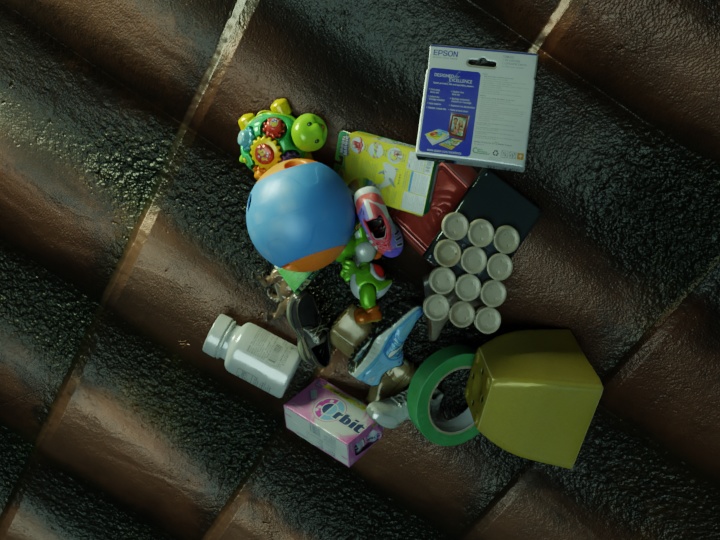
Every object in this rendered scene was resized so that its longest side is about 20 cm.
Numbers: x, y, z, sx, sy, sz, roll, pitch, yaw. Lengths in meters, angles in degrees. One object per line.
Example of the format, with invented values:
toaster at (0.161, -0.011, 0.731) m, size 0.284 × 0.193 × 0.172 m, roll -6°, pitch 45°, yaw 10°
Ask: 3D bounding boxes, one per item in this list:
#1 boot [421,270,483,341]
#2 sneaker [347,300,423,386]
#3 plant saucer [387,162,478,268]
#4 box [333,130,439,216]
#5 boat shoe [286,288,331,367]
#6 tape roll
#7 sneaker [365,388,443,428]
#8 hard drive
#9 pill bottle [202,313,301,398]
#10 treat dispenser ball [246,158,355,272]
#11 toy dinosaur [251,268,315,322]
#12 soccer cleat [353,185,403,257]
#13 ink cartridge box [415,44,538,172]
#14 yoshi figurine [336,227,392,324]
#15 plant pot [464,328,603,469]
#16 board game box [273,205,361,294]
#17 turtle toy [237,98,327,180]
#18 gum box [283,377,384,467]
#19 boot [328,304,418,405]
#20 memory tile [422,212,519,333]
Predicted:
boot at (0.197, 0.058, 1.581) m, size 0.143 × 0.071 × 0.202 m, roll -10°, pitch 137°, yaw -1°
sneaker at (0.062, 0.148, 1.629) m, size 0.090 × 0.078 × 0.201 m, roll 41°, pitch 88°, yaw -23°
plant saucer at (0.159, -0.107, 1.532) m, size 0.199 × 0.037 × 0.200 m, roll 43°, pitch 117°, yaw -7°
box at (0.043, -0.185, 1.498) m, size 0.196 × 0.048 × 0.120 m, roll 18°, pitch 110°, yaw 16°
boat shoe at (-0.093, 0.118, 1.625) m, size 0.073 × 0.074 × 0.202 m, roll 27°, pitch 146°, yaw 34°
tape roll at (0.190, 0.253, 1.621) m, size 0.197 × 0.048 × 0.205 m, roll -8°, pitch 111°, yaw -22°
sneaker at (0.092, 0.274, 1.651) m, size 0.070 × 0.198 × 0.081 m, roll 44°, pitch 118°, yaw 39°
hard drive at (0.226, -0.068, 1.477) m, size 0.138 × 0.033 × 0.202 m, roll 35°, pitch 94°, yaw -7°
pill bottle at (-0.231, 0.178, 1.715) m, size 0.197 × 0.115 × 0.116 m, roll 27°, pitch 118°, yaw 1°
treat dispenser ball at (-0.108, -0.099, 1.446) m, size 0.196 × 0.201 × 0.205 m, roll 5°, pitch 115°, yaw 11°
toy dinosaur at (-0.139, 0.033, 1.647) m, size 0.133 × 0.086 × 0.203 m, roll -9°, pitch 117°, yaw 10°
soccer cleat at (0.037, -0.071, 1.489) m, size 0.067 × 0.074 × 0.201 m, roll -17°, pitch 144°, yaw 8°
ink cartridge box at (0.205, -0.286, 1.413) m, size 0.193 × 0.047 × 0.204 m, roll 8°, pitch 82°, yaw 9°
yoshi figurine at (-0.015, 0.002, 1.583) m, size 0.111 × 0.111 × 0.205 m, roll -4°, pitch 97°, yaw 39°
plant pot at (0.311, 0.234, 1.527) m, size 0.196 × 0.197 × 0.198 m, roll 7°, pitch 117°, yaw -11°
board game box at (-0.084, -0.060, 1.552) m, size 0.200 × 0.023 × 0.105 m, roll -46°, pitch 59°, yaw 7°
turtle toy at (-0.149, -0.241, 1.511) m, size 0.197 × 0.101 × 0.148 m, roll -19°, pitch 108°, yaw 21°
gum box at (-0.053, 0.318, 1.685) m, size 0.198 × 0.113 × 0.067 m, roll 24°, pitch 132°, yaw 35°
boot at (0.001, 0.196, 1.696) m, size 0.199 × 0.066 × 0.176 m, roll 41°, pitch 105°, yaw -7°
memory tile at (0.201, 0.005, 1.461) m, size 0.150 × 0.017 × 0.204 m, roll 12°, pitch 97°, yaw -5°
